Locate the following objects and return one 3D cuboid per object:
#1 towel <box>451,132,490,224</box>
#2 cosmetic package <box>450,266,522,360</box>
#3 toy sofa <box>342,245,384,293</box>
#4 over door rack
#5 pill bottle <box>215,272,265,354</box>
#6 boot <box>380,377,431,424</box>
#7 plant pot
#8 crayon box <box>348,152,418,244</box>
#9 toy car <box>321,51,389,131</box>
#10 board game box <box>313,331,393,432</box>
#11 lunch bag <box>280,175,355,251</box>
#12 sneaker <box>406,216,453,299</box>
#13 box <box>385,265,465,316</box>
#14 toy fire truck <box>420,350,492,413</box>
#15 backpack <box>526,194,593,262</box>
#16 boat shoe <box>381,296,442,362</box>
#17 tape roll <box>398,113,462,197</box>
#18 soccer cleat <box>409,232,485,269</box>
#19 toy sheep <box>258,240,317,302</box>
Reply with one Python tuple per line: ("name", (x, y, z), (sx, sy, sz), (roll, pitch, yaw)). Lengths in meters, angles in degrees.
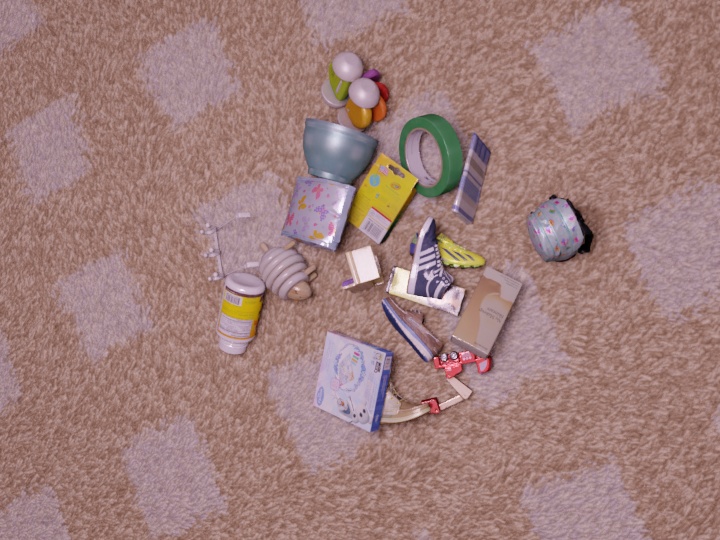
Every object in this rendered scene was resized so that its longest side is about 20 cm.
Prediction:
("towel", (0.276, -0.225, 1.600), (0.023, 0.146, 0.203), (14, 88, 26))
("cosmetic package", (0.310, 0.105, 1.578), (0.104, 0.071, 0.202), (25, 76, 13))
("toy sofa", (0.000, 0.000, 1.613), (0.096, 0.200, 0.084), (-16, 83, 5))
("over door rack", (-0.365, -0.063, 1.723), (0.198, 0.066, 0.150), (-16, 82, 42))
("pill bottle", (-0.323, 0.116, 1.702), (0.108, 0.109, 0.203), (21, 111, 12))
("boot", (0.078, 0.306, 1.621), (0.198, 0.072, 0.157), (-16, 79, 34))
("plant pot", (-0.065, -0.297, 1.652), (0.197, 0.200, 0.136), (18, 95, 12))
("crayon box", (0.058, -0.187, 1.665), (0.126, 0.051, 0.201), (38, 110, 12))
("toy car", (-0.002, -0.474, 1.683), (0.149, 0.175, 0.202), (-26, 79, -26))
("board game box", (-0.021, 0.278, 1.629), (0.197, 0.043, 0.204), (15, 96, 37))
("lunch bag", (-0.095, -0.142, 1.649), (0.199, 0.126, 0.172), (13, 87, 52))
("sneaker", (0.186, -0.026, 1.581), (0.107, 0.070, 0.203), (16, 104, 16))
("box", (0.168, 0.053, 1.650), (0.197, 0.050, 0.076), (17, 90, 13))
("toy fire truck", (0.242, 0.277, 1.618), (0.197, 0.049, 0.144), (-12, 84, 10))
("backpack", (0.467, -0.093, 1.520), (0.126, 0.200, 0.168), (-33, 81, 8))
("boat shoe", (0.133, 0.140, 1.646), (0.072, 0.072, 0.201), (-36, 74, -12))
("tape roll", (0.174, -0.287, 1.604), (0.048, 0.200, 0.203), (-20, 79, -29))
("soccer cleat", (0.223, -0.052, 1.638), (0.197, 0.065, 0.085), (10, 88, 13))
("toy sheep", (-0.200, 0.000, 1.694), (0.138, 0.138, 0.200), (-45, 71, 6))
